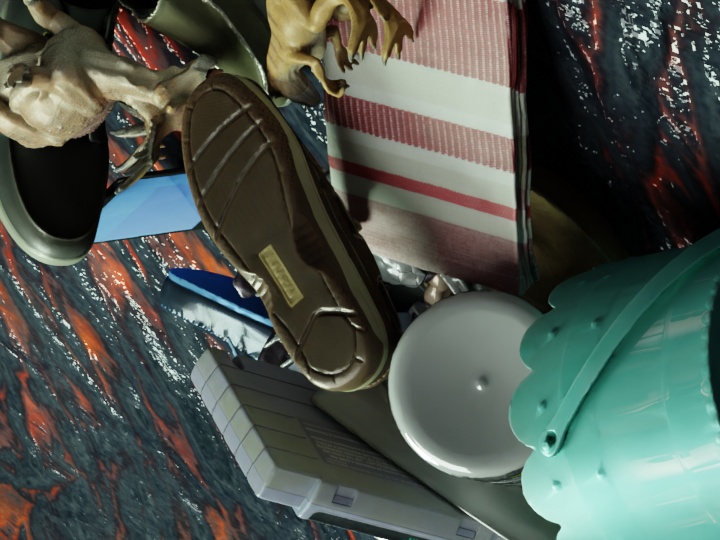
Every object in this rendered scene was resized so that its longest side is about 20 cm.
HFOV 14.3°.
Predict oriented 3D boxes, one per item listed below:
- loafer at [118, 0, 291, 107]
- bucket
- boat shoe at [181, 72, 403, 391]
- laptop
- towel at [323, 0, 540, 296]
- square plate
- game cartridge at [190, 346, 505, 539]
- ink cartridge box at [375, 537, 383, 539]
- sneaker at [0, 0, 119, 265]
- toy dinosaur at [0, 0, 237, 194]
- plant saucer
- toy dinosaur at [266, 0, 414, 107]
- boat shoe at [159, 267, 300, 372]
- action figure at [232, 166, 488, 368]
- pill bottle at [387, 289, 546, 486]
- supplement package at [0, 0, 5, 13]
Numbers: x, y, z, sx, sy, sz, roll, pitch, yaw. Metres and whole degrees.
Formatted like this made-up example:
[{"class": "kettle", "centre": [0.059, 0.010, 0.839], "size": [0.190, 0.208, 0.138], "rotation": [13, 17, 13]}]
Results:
[{"class": "loafer", "centre": [-0.112, -0.166, 1.727], "size": [0.075, 0.070, 0.200], "rotation": [1, 134, 55]}, {"class": "bucket", "centre": [0.196, 0.075, 1.535], "size": [0.135, 0.207, 0.207], "rotation": [-19, 119, 45]}, {"class": "boat shoe", "centre": [-0.036, -0.020, 1.645], "size": [0.075, 0.075, 0.203], "rotation": [-32, 73, 27]}, {"class": "laptop", "centre": [-0.081, -0.002, 1.917], "size": [0.200, 0.103, 0.177], "rotation": [44, 156, -5]}, {"class": "towel", "centre": [0.036, -0.093, 1.609], "size": [0.144, 0.023, 0.200], "rotation": [17, 122, 37]}, {"class": "square plate", "centre": [0.079, 0.102, 1.814], "size": [0.198, 0.200, 0.028], "rotation": [34, 111, 4]}, {"class": "game cartridge", "centre": [0.001, 0.116, 1.753], "size": [0.200, 0.038, 0.130], "rotation": [18, -151, -34]}, {"class": "ink cartridge box", "centre": [0.127, 0.175, 1.854], "size": [0.200, 0.163, 0.057], "rotation": [35, 120, 16]}, {"class": "sneaker", "centre": [-0.190, -0.110, 1.810], "size": [0.075, 0.200, 0.106], "rotation": [2, 160, -23]}, {"class": "toy dinosaur", "centre": [-0.181, -0.104, 1.739], "size": [0.200, 0.086, 0.136], "rotation": [1, 147, 47]}, {"class": "plant saucer", "centre": [0.098, -0.013, 1.725], "size": [0.200, 0.035, 0.200], "rotation": [33, 154, 18]}, {"class": "toy dinosaur", "centre": [-0.028, -0.157, 1.565], "size": [0.106, 0.060, 0.200], "rotation": [28, 134, 26]}, {"class": "boat shoe", "centre": [-0.047, 0.063, 1.890], "size": [0.200, 0.069, 0.084], "rotation": [26, -164, 10]}, {"class": "action figure", "centre": [0.000, 0.000, 1.747], "size": [0.200, 0.069, 0.130], "rotation": [-27, 92, 53]}, {"class": "pill bottle", "centre": [0.084, 0.072, 1.663], "size": [0.106, 0.106, 0.200], "rotation": [35, -179, 13]}, {"class": "supplement package", "centre": [-0.291, -0.096, 1.943], "size": [0.117, 0.200, 0.117], "rotation": [52, 153, -22]}]
